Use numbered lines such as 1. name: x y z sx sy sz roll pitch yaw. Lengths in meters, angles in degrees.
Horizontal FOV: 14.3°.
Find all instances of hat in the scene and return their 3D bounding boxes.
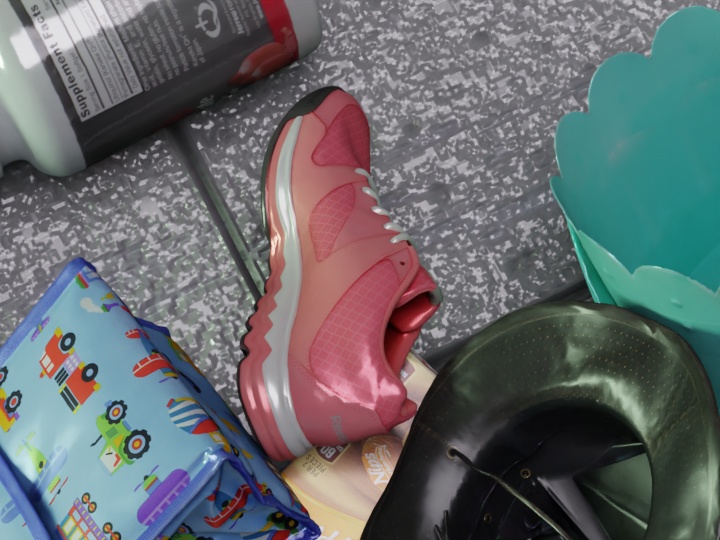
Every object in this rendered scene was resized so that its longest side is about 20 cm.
1. hat: 0.098 0.119 1.280 0.200 0.081 0.201 -17 60 33

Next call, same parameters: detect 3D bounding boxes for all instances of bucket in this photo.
1. bucket: 0.202 -0.021 1.321 0.207 0.135 0.207 -16 40 14

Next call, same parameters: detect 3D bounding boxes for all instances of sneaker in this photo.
1. sneaker: 0.000 0.000 1.360 0.087 0.074 0.200 -5 57 18

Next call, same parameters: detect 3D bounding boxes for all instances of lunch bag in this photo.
1. lunch bag: -0.146 0.122 1.320 0.200 0.094 0.151 -43 51 2

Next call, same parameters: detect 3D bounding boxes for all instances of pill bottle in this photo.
1. pill bottle: -0.128 -0.114 1.392 0.200 0.111 0.111 -27 77 -8

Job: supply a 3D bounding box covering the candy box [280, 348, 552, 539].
1. candy box: -0.005 0.148 1.350 0.115 0.055 0.200 41 76 9
